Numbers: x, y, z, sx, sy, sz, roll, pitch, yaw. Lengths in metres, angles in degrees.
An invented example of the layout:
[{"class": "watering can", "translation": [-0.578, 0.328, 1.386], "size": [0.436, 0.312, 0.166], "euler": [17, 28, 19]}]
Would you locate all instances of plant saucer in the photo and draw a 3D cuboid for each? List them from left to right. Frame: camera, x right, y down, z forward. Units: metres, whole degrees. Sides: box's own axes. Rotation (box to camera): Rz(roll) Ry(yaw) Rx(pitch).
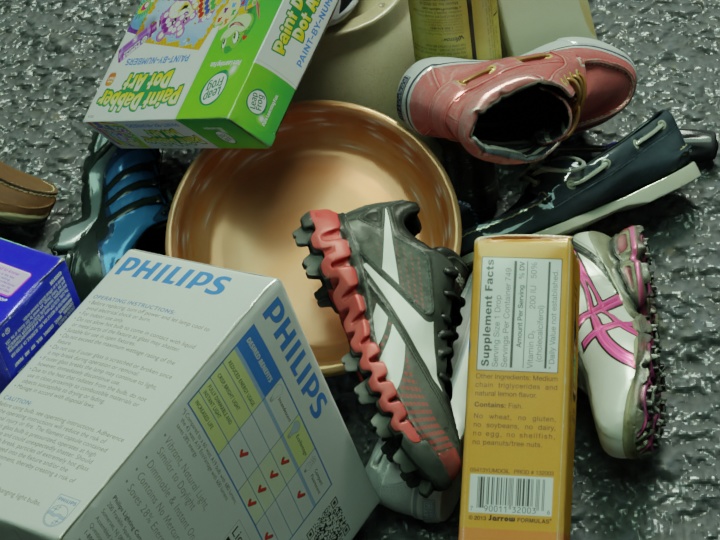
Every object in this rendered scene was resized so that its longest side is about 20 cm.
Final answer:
[{"class": "plant saucer", "translation": [-0.031, -0.019, 1.140], "size": [0.198, 0.038, 0.202], "euler": [-1, 67, 3]}]

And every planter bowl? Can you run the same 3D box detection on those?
[{"class": "planter bowl", "translation": [-0.015, -0.164, 1.287], "size": [0.198, 0.135, 0.201], "euler": [-5, 47, 6]}]

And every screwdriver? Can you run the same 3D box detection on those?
[{"class": "screwdriver", "translation": [0.169, -0.089, 1.278], "size": [0.198, 0.029, 0.028], "euler": [-4, 48, 18]}]

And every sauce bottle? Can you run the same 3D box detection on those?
[{"class": "sauce bottle", "translation": [0.070, -0.139, 1.210], "size": [0.064, 0.202, 0.065], "euler": [-5, 27, 3]}]

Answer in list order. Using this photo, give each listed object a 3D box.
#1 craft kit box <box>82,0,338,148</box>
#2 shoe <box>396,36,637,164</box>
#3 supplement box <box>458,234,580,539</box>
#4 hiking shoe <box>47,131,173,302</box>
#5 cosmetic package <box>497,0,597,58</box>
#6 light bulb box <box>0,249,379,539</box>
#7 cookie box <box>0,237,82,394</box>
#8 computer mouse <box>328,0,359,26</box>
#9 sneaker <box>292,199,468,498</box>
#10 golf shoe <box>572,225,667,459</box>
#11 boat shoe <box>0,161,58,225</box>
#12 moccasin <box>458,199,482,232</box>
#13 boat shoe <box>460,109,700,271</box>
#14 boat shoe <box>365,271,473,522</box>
[{"class": "craft kit box", "translation": [-0.091, -0.179, 1.178], "size": [0.199, 0.048, 0.199], "euler": [4, 69, 53]}, {"class": "shoe", "translation": [0.129, -0.113, 1.161], "size": [0.199, 0.072, 0.091], "euler": [-7, 24, -31]}, {"class": "supplement box", "translation": [0.099, 0.082, 1.038], "size": [0.068, 0.067, 0.202], "euler": [4, 78, 11]}, {"class": "hiking shoe", "translation": [-0.166, -0.045, 1.258], "size": [0.086, 0.075, 0.201], "euler": [10, 60, 10]}, {"class": "cosmetic package", "translation": [0.115, -0.208, 1.252], "size": [0.071, 0.201, 0.105], "euler": [-21, 22, -12]}, {"class": "light bulb box", "translation": [-0.114, 0.130, 0.985], "size": [0.124, 0.199, 0.200], "euler": [11, 49, 36]}, {"class": "cookie box", "translation": [-0.239, 0.068, 1.060], "size": [0.170, 0.201, 0.075], "euler": [17, 48, 30]}, {"class": "computer mouse", "translation": [-0.014, -0.254, 1.247], "size": [0.109, 0.044, 0.201], "euler": [8, 49, 17]}, {"class": "sneaker", "translation": [0.032, 0.039, 1.051], "size": [0.097, 0.071, 0.202], "euler": [-20, 65, -3]}, {"class": "golf shoe", "translation": [0.155, 0.052, 1.117], "size": [0.091, 0.073, 0.201], "euler": [-8, 37, 10]}, {"class": "boat shoe", "translation": [-0.316, -0.090, 1.248], "size": [0.199, 0.074, 0.076], "euler": [18, 11, -28]}, {"class": "moccasin", "translation": [0.000, 0.000, 1.185], "size": [0.199, 0.068, 0.081], "euler": [-28, 50, -16]}, {"class": "boat shoe", "translation": [0.148, -0.057, 1.197], "size": [0.199, 0.075, 0.062], "euler": [-23, 89, -14]}, {"class": "boat shoe", "translation": [0.052, 0.073, 1.118], "size": [0.068, 0.072, 0.201], "euler": [11, 60, 15]}]
